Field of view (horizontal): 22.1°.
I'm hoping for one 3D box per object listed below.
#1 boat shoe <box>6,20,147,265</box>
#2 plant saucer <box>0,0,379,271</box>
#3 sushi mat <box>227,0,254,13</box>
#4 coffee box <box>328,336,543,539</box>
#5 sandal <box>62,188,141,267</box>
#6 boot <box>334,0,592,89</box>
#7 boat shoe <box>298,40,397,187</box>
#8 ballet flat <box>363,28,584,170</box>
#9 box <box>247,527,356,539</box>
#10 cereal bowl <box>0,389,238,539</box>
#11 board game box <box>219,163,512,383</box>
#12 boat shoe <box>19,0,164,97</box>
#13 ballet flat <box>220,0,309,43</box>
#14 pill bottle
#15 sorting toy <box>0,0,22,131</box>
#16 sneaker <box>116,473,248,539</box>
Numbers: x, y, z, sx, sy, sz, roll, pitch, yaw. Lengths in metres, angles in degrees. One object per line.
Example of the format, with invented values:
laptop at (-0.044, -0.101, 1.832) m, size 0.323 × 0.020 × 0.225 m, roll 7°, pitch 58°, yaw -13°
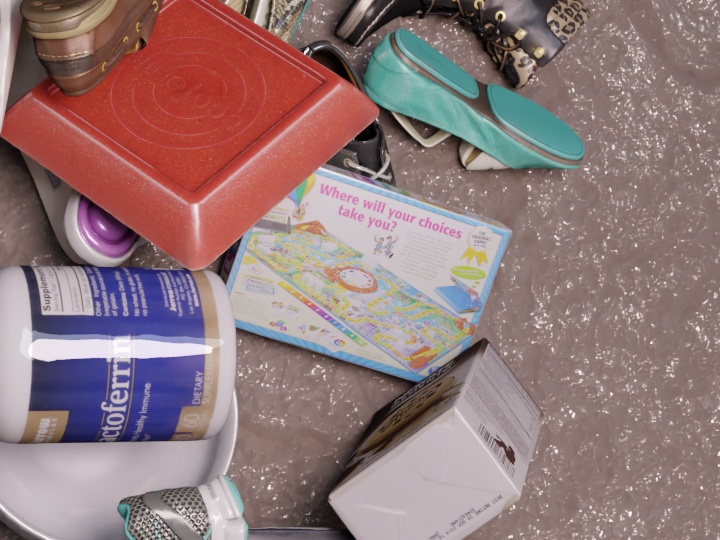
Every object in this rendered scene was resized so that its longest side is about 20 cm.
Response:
boat shoe at (-0.207, -0.105, 1.359) m, size 0.068 × 0.072 × 0.201 m, roll -16°, pitch 78°, yaw -41°
plant saucer at (-0.121, -0.117, 1.288) m, size 0.199 × 0.037 × 0.200 m, roll 34°, pitch 58°, yaw 22°
sushi mat at (-0.132, -0.225, 1.414) m, size 0.200 × 0.012 × 0.096 m, roll -43°, pitch 96°, yaw -25°
coffee box at (0.058, 0.130, 1.313) m, size 0.113 × 0.200 × 0.080 m, roll -37°, pitch 93°, yaw 14°
sandal at (-0.154, -0.093, 1.328) m, size 0.082 × 0.050 × 0.204 m, roll 29°, pitch 59°, yaw -30°
boot at (0.088, -0.210, 1.497) m, size 0.151 × 0.073 × 0.200 m, roll 47°, pitch 60°, yaw -3°
boat shoe at (-0.007, -0.080, 1.427) m, size 0.071 × 0.068 × 0.202 m, roll -20°, pitch 89°, yaw -25°
ballet flat at (0.084, -0.121, 1.471) m, size 0.199 × 0.070 × 0.068 m, roll 28°, pitch 34°, yaw -23°
box at (-0.054, 0.286, 1.284) m, size 0.105 × 0.122 × 0.202 m, roll 4°, pitch 75°, yaw -20°
cereal bowl at (-0.191, 0.104, 1.299) m, size 0.198 × 0.083 × 0.202 m, roll 5°, pitch 75°, yaw -20°
board game box at (0.000, 0.000, 1.395) m, size 0.199 × 0.034 × 0.135 m, roll 18°, pitch 99°, yaw -16°
boat shoe at (-0.175, -0.183, 1.274) m, size 0.200 × 0.071 × 0.068 m, roll -63°, pitch 148°, yaw -57°
ballet flat at (-0.086, -0.164, 1.401) m, size 0.075 × 0.068 × 0.202 m, roll 16°, pitch 87°, yaw -34°
pill bottle at (-0.189, 0.055, 1.205) m, size 0.198 × 0.116 × 0.117 m, roll 1°, pitch 76°, yaw -20°
sorting toy at (-0.283, -0.173, 1.300) m, size 0.106 × 0.199 × 0.182 m, roll 11°, pitch 73°, yaw -44°
sneaker at (-0.140, 0.225, 1.242) m, size 0.090 × 0.078 × 0.202 m, roll 2°, pitch 113°, yaw -24°
